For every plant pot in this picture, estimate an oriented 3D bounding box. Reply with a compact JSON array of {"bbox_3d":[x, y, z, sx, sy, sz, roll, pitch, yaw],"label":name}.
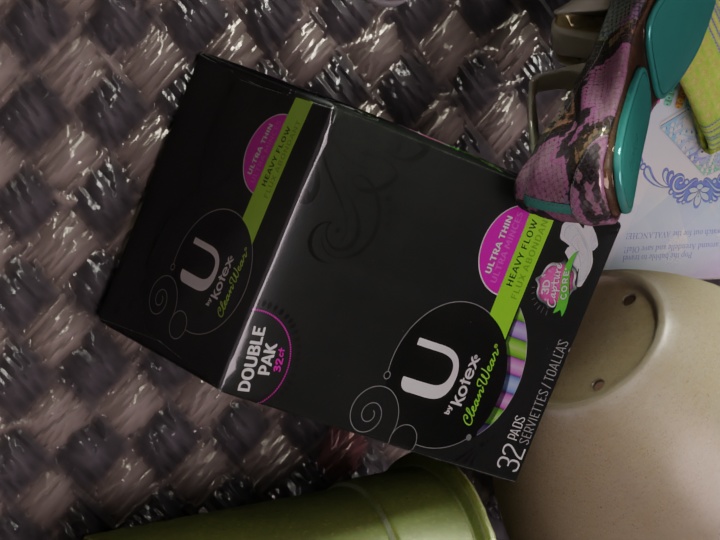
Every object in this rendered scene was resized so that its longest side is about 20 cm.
[{"bbox_3d":[-0.050,0.191,1.339,0.189,0.200,0.201,2,106,-23],"label":"plant pot"},{"bbox_3d":[0.146,0.076,1.407,0.200,0.200,0.135,-47,129,-12],"label":"plant pot"}]

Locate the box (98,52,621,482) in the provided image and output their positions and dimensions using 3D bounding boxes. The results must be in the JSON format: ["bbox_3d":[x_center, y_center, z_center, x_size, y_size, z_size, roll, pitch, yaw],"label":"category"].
[{"bbox_3d":[0.000,0.000,1.325,0.200,0.124,0.149,20,93,-38],"label":"box"}]

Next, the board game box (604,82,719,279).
[{"bbox_3d":[0.205,-0.095,1.488,0.199,0.043,0.200,-3,106,-35],"label":"board game box"}]

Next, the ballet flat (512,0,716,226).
[{"bbox_3d":[0.121,-0.097,1.322,0.200,0.071,0.069,-64,150,-42],"label":"ballet flat"}]

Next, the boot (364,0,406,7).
[{"bbox_3d":[0.011,-0.228,1.279,0.073,0.096,0.201,2,79,-19],"label":"boot"}]

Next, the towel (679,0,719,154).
[{"bbox_3d":[0.233,-0.172,1.441,0.200,0.023,0.144,-43,125,-16],"label":"towel"}]
